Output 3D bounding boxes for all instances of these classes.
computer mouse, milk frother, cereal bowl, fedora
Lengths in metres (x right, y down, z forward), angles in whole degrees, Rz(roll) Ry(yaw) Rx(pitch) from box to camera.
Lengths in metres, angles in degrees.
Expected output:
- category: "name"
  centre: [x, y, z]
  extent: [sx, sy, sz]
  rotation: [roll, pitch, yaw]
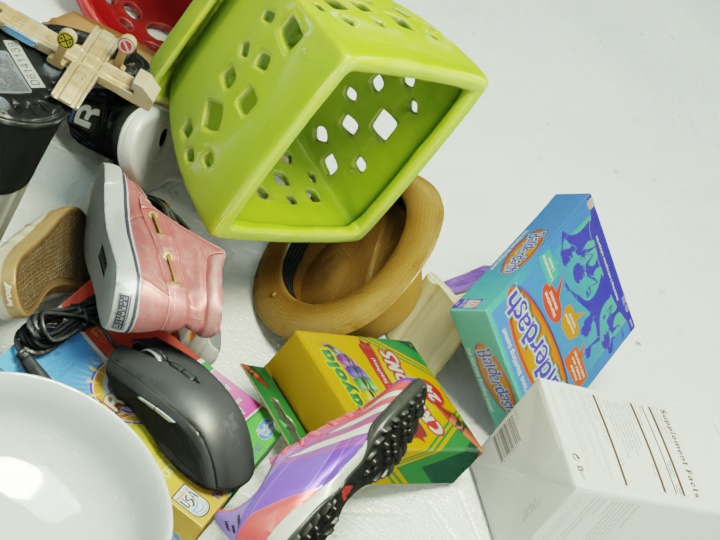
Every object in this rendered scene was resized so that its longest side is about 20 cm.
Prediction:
- category: "computer mouse"
  centre: [-0.165, 0.086, 1.231]
  extent: [0.140, 0.046, 0.200]
  rotation: [-16, 59, -50]
- category: "milk frother"
  centre: [-0.280, -0.101, 1.307]
  extent: [0.198, 0.189, 0.181]
  rotation: [9, 42, -33]
- category: "cereal bowl"
  centre: [-0.232, 0.169, 1.117]
  extent: [0.199, 0.084, 0.201]
  rotation: [22, 37, -17]
- category: "fedora"
  centre: [0.000, 0.000, 1.478]
  extent: [0.202, 0.199, 0.082]
  rotation: [-97, 160, -47]

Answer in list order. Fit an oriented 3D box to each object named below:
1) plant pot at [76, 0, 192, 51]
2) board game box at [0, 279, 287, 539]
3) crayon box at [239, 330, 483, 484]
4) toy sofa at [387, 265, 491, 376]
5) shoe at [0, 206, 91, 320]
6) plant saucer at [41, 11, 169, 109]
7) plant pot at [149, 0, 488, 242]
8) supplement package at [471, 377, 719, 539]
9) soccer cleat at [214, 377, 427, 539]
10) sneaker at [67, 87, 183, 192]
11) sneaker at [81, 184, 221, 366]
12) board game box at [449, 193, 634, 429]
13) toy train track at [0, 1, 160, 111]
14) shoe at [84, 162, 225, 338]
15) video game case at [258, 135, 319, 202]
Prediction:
- category: "plant pot"
  centre: [-0.169, -0.317, 1.659]
  extent: [0.200, 0.201, 0.182]
  rotation: [37, 26, 4]
- category: "board game box"
  centre: [-0.173, 0.109, 1.276]
  extent: [0.199, 0.040, 0.153]
  rotation: [37, 34, 3]
- category: "crayon box"
  centre: [0.004, 0.116, 1.370]
  extent: [0.199, 0.051, 0.127]
  rotation: [7, 42, -53]
- category: "toy sofa"
  centre: [0.113, 0.024, 1.580]
  extent: [0.199, 0.083, 0.098]
  rotation: [-14, 59, -48]
- category: "shoe"
  centre: [-0.259, -0.007, 1.305]
  extent: [0.053, 0.071, 0.200]
  rotation: [-8, 10, 12]
- category: "plant saucer"
  centre: [-0.203, -0.187, 1.525]
  extent: [0.199, 0.038, 0.200]
  rotation: [28, 4, -2]
- category: "plant pot"
  centre: [-0.049, -0.155, 1.361]
  extent: [0.199, 0.199, 0.182]
  rotation: [2, 45, -51]
- category: "supplement package"
  centre: [0.218, 0.190, 1.436]
  extent: [0.198, 0.122, 0.120]
  rotation: [14, 40, -29]
- category: "soccer cleat"
  centre: [-0.025, 0.142, 1.239]
  extent: [0.073, 0.069, 0.200]
  rotation: [30, 59, 25]
- category: "sneaker"
  centre: [-0.215, -0.119, 1.446]
  extent: [0.111, 0.074, 0.200]
  rotation: [21, 2, 8]
- category: "sneaker"
  centre: [-0.161, -0.001, 1.388]
  extent: [0.077, 0.078, 0.201]
  rotation: [2, 45, -45]
- category: "board game box"
  centre: [0.172, 0.045, 1.523]
  extent: [0.200, 0.045, 0.153]
  rotation: [-45, 122, -39]
- category: "toy train track"
  centre: [-0.239, -0.186, 1.246]
  extent: [0.199, 0.033, 0.115]
  rotation: [28, 34, -9]
- category: "shoe"
  centre: [-0.163, -0.014, 1.300]
  extent: [0.090, 0.072, 0.201]
  rotation: [9, 29, -20]
- category: "video game case"
  centre: [-0.092, -0.152, 1.541]
  extent: [0.200, 0.023, 0.184]
  rotation: [36, 43, -54]
